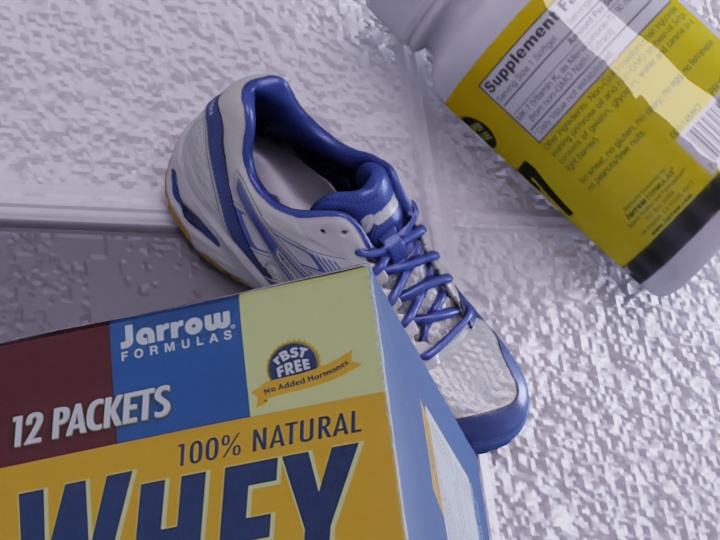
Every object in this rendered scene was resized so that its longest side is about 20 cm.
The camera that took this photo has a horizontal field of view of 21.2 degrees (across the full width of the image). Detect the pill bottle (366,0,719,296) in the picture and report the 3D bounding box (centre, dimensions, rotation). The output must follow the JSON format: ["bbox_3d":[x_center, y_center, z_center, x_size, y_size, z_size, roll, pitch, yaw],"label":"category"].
[{"bbox_3d":[0.106,-0.093,0.907,0.200,0.114,0.114,43,57,3],"label":"pill bottle"}]

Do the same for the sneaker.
[{"bbox_3d":[0.000,0.000,0.833,0.200,0.088,0.075,41,55,0],"label":"sneaker"}]

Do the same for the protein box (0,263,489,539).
[{"bbox_3d":[-0.026,0.135,0.663,0.134,0.200,0.199,-12,65,9],"label":"protein box"}]
